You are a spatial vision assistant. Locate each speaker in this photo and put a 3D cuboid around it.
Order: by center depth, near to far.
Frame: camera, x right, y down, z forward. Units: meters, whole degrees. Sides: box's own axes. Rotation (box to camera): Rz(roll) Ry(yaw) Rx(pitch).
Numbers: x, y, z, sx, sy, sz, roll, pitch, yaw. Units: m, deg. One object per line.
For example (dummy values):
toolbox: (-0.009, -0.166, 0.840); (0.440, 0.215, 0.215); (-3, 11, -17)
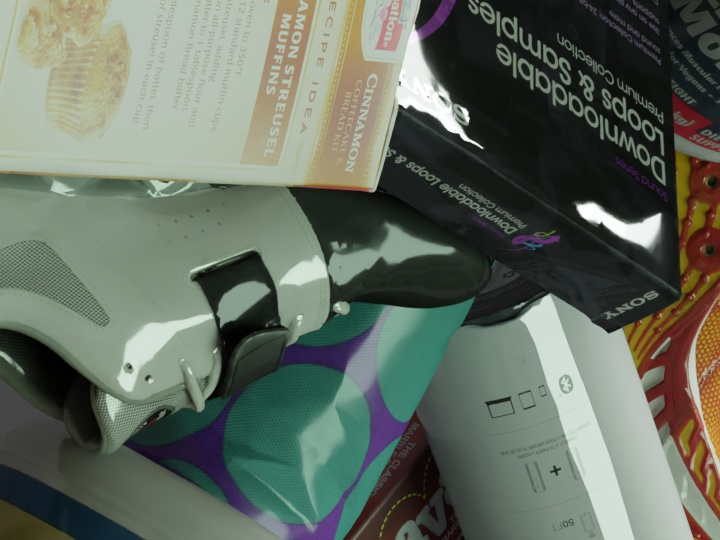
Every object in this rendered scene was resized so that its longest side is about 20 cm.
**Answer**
speaker: (0.076, 0.090, 0.990); (0.081, 0.081, 0.201); (-35, 114, -35)

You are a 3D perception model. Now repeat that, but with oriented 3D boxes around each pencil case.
pencil case: (0.000, 0.000, 0.900); (0.200, 0.085, 0.092); (-59, 174, -10)

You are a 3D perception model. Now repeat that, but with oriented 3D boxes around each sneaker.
sneaker: (-0.054, 0.012, 0.796); (0.199, 0.074, 0.089); (4, 76, -21)
sneaker: (0.114, 0.024, 1.054); (0.077, 0.073, 0.201); (-58, 151, -72)

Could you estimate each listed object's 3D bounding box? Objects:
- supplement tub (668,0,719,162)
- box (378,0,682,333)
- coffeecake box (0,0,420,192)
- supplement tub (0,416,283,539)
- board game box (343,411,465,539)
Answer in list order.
supplement tub: (0.168, -0.123, 0.926); (0.140, 0.200, 0.141); (6, 76, -25)
box: (0.041, -0.097, 0.837); (0.143, 0.036, 0.201); (30, 50, -38)
coffeecake box: (-0.106, -0.077, 0.685); (0.200, 0.153, 0.073); (0, 107, -49)
supplement tub: (-0.095, 0.161, 0.814); (0.200, 0.144, 0.145); (-58, 140, -13)
board game box: (0.026, 0.105, 1.034); (0.200, 0.019, 0.103); (-50, 137, -22)
